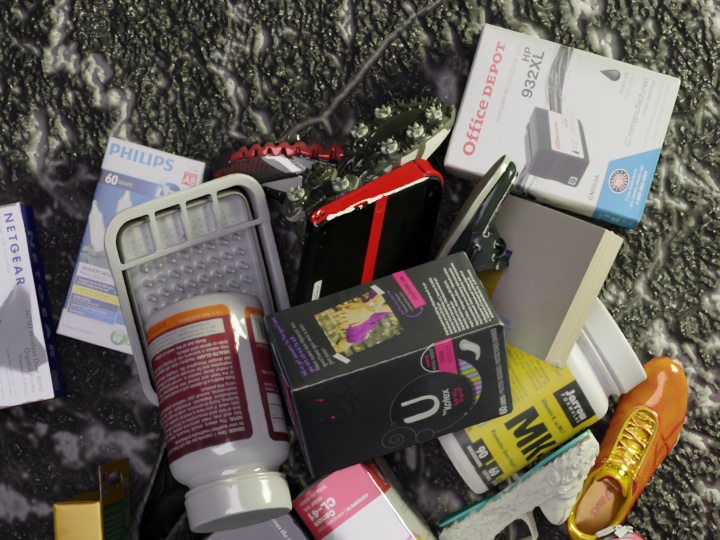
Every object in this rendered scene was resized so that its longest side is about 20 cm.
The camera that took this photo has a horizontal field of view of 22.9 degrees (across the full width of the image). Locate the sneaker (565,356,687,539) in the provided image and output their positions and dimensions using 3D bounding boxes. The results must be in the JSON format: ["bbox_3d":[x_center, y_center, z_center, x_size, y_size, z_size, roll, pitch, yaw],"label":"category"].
[{"bbox_3d":[0.262,0.178,1.715,0.072,0.077,0.202,25,90,5],"label":"sneaker"}]

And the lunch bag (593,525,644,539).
[{"bbox_3d":[0.272,0.344,1.682,0.200,0.082,0.176,42,93,-15],"label":"lunch bag"}]

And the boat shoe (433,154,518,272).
[{"bbox_3d":[0.107,-0.012,1.683,0.066,0.075,0.201,30,102,-1],"label":"boat shoe"}]

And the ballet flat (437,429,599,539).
[{"bbox_3d":[0.162,0.224,1.708,0.199,0.072,0.072,-36,85,29],"label":"ballet flat"}]

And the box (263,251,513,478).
[{"bbox_3d":[0.027,0.085,1.613,0.198,0.123,0.107,-18,43,-6],"label":"box"}]

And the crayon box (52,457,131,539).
[{"bbox_3d":[-0.257,0.288,1.733,0.051,0.126,0.203,-3,87,5],"label":"crayon box"}]

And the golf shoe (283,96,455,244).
[{"bbox_3d":[0.014,-0.088,1.696,0.200,0.089,0.077,-39,43,-16],"label":"golf shoe"}]

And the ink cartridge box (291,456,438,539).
[{"bbox_3d":[0.029,0.273,1.697,0.085,0.148,0.201,-34,85,3],"label":"ink cartridge box"}]

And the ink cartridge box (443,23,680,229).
[{"bbox_3d":[0.193,-0.140,1.728,0.198,0.084,0.147,17,90,6],"label":"ink cartridge box"}]

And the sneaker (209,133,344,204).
[{"bbox_3d":[-0.052,-0.083,1.755,0.198,0.071,0.099,1,86,4],"label":"sneaker"}]

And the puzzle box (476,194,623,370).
[{"bbox_3d":[0.156,0.004,1.683,0.025,0.200,0.134,24,92,-31],"label":"puzzle box"}]

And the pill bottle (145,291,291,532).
[{"bbox_3d":[-0.128,0.131,1.637,0.113,0.114,0.202,-13,75,5],"label":"pill bottle"}]

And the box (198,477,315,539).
[{"bbox_3d":[-0.096,0.340,1.718,0.196,0.124,0.201,-37,85,4],"label":"box"}]

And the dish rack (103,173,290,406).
[{"bbox_3d":[-0.159,0.018,1.732,0.170,0.043,0.202,-20,105,-24],"label":"dish rack"}]

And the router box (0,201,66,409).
[{"bbox_3d":[-0.404,0.047,1.793,0.177,0.049,0.202,-12,87,5],"label":"router box"}]

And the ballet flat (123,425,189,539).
[{"bbox_3d":[-0.168,0.195,1.681,0.066,0.057,0.202,23,69,-11],"label":"ballet flat"}]

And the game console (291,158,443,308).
[{"bbox_3d":[0.000,0.000,1.671,0.031,0.176,0.202,37,134,32],"label":"game console"}]

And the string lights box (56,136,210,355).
[{"bbox_3d":[-0.225,-0.021,1.773,0.102,0.059,0.202,15,90,3],"label":"string lights box"}]

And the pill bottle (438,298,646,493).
[{"bbox_3d":[0.166,0.116,1.706,0.199,0.114,0.115,-33,85,4],"label":"pill bottle"}]
